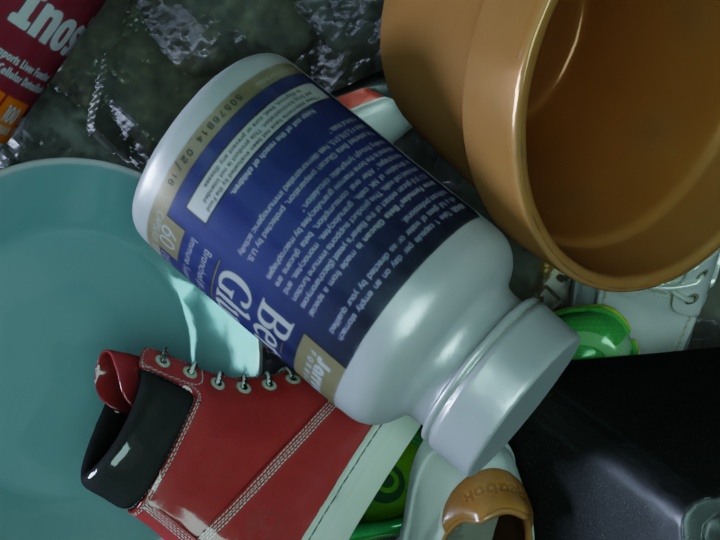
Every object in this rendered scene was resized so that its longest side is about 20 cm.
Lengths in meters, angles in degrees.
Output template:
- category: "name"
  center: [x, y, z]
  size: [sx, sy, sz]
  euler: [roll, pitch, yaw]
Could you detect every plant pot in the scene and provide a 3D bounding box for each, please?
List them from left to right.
- category: "plant pot"
  center: [0.104, -0.107, 0.808]
  size: [0.199, 0.140, 0.202]
  euler: [-17, 120, -33]
- category: "plant pot"
  center: [0.185, 0.146, 0.787]
  size: [0.197, 0.177, 0.202]
  euler: [-5, 95, -10]

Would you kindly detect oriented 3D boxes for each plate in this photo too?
- category: "plate"
  center: [-0.145, 0.046, 0.834]
  size: [0.198, 0.026, 0.202]
  euler: [0, 89, -24]

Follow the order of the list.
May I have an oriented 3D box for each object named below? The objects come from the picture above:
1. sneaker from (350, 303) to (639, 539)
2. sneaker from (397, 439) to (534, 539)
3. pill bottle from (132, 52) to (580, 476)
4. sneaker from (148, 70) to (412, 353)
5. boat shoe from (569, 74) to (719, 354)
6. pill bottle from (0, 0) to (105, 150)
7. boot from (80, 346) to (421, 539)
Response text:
- category: "sneaker"
  center: [0.062, 0.091, 0.885]
  size: [0.199, 0.084, 0.074]
  euler: [-33, 94, 12]
- category: "sneaker"
  center: [0.045, 0.179, 0.827]
  size: [0.072, 0.085, 0.202]
  euler: [-3, 117, -14]
- category: "pill bottle"
  center: [0.000, 0.000, 0.781]
  size: [0.200, 0.111, 0.111]
  euler: [39, 94, 14]
- category: "sneaker"
  center: [-0.029, -0.027, 0.891]
  size: [0.200, 0.067, 0.109]
  euler: [-25, 97, 4]
- category: "boat shoe"
  center: [0.158, -0.014, 0.895]
  size: [0.070, 0.069, 0.202]
  euler: [10, 97, -6]
- category: "pill bottle"
  center: [-0.176, -0.166, 0.847]
  size: [0.113, 0.113, 0.201]
  euler: [35, 94, -5]
- category: "boot"
  center: [-0.048, 0.055, 0.826]
  size: [0.144, 0.072, 0.201]
  euler: [42, 52, -11]
